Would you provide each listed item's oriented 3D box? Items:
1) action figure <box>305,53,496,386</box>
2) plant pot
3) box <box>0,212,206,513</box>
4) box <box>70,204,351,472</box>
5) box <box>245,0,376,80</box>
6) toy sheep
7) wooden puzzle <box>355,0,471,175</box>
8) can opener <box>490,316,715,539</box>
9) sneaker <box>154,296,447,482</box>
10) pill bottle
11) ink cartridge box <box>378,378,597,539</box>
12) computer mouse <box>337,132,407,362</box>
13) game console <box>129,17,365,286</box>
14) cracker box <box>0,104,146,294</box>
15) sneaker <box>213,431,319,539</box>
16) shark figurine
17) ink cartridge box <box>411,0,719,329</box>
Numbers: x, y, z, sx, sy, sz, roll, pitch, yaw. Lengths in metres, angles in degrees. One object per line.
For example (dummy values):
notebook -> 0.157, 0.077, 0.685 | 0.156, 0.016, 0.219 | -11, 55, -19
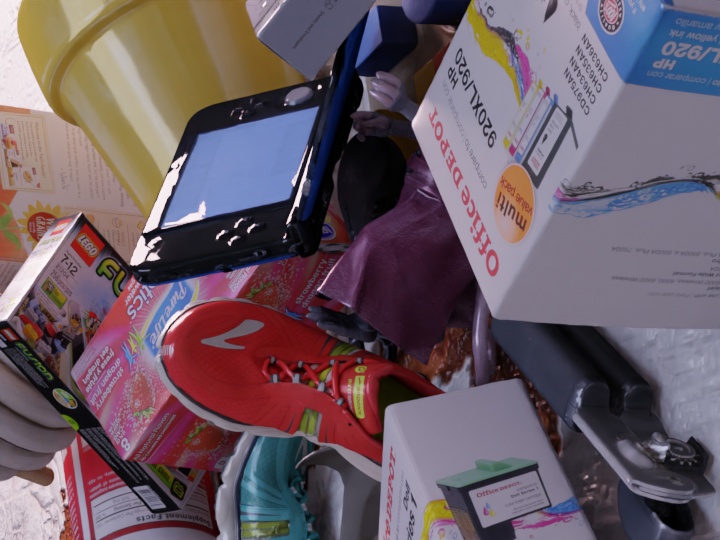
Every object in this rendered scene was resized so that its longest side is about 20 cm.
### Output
action figure -> 0.053, -0.044, 1.322 | 0.201, 0.148, 0.134 | -61, 1, 10
plant pot -> -0.119, -0.130, 1.651 | 0.190, 0.200, 0.201 | 64, 144, 21
box -> -0.174, 0.068, 1.675 | 0.035, 0.200, 0.110 | -12, 37, 44
box -> -0.096, 0.033, 1.588 | 0.200, 0.099, 0.096 | -55, 50, 22
box -> 0.001, -0.186, 1.277 | 0.156, 0.041, 0.200 | -51, 12, 5
toy sheep -> -0.263, 0.093, 1.720 | 0.200, 0.137, 0.138 | -53, 34, 11
wooden puzzle -> 0.040, -0.127, 1.459 | 0.185, 0.046, 0.201 | 142, 128, -58
can opener -> 0.122, 0.082, 1.239 | 0.200, 0.053, 0.067 | -129, 50, -57
sneaker -> -0.017, 0.063, 1.315 | 0.085, 0.199, 0.078 | -24, 49, 66
pill bottle -> -0.162, 0.189, 1.759 | 0.112, 0.112, 0.201 | 124, 142, -46
ink cartridge box -> 0.076, 0.180, 1.244 | 0.201, 0.083, 0.145 | -113, 18, -44
computer mouse -> 0.000, 0.000, 1.486 | 0.059, 0.034, 0.201 | 38, 137, 41
game console -> -0.058, -0.102, 1.394 | 0.200, 0.170, 0.119 | -75, -31, -56
cracker box -> -0.198, -0.045, 1.768 | 0.058, 0.199, 0.135 | -49, 42, 50
sneaker -> -0.053, 0.185, 1.597 | 0.079, 0.077, 0.202 | 9, 90, 36
shark figurine -> -0.003, 0.147, 1.460 | 0.215, 0.089, 0.128 | -67, 30, 31
ink cartridge box -> 0.139, -0.090, 1.125 | 0.148, 0.144, 0.201 | -110, 34, -40
